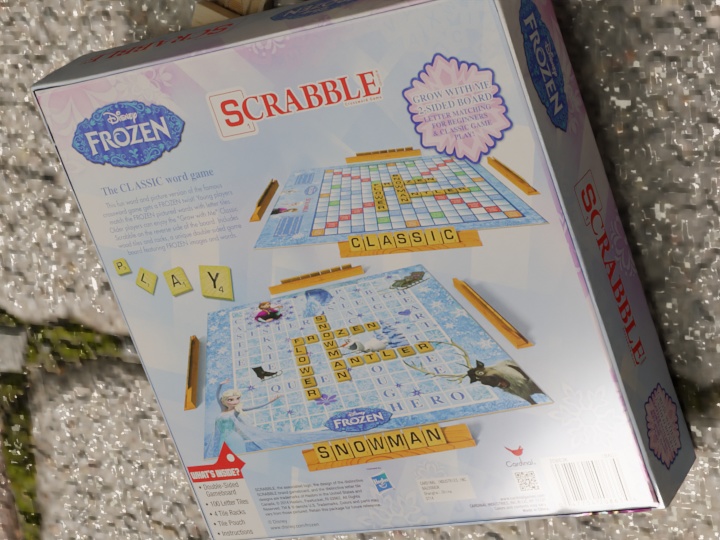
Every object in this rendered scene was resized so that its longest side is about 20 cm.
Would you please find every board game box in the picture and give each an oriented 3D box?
[{"bbox_3d":[0.000,0.000,0.769,0.200,0.041,0.200,-8,111,31],"label":"board game box"}]

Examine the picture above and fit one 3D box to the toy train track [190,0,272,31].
[{"bbox_3d":[-0.030,-0.160,0.738,0.115,0.033,0.200,28,121,18],"label":"toy train track"}]
